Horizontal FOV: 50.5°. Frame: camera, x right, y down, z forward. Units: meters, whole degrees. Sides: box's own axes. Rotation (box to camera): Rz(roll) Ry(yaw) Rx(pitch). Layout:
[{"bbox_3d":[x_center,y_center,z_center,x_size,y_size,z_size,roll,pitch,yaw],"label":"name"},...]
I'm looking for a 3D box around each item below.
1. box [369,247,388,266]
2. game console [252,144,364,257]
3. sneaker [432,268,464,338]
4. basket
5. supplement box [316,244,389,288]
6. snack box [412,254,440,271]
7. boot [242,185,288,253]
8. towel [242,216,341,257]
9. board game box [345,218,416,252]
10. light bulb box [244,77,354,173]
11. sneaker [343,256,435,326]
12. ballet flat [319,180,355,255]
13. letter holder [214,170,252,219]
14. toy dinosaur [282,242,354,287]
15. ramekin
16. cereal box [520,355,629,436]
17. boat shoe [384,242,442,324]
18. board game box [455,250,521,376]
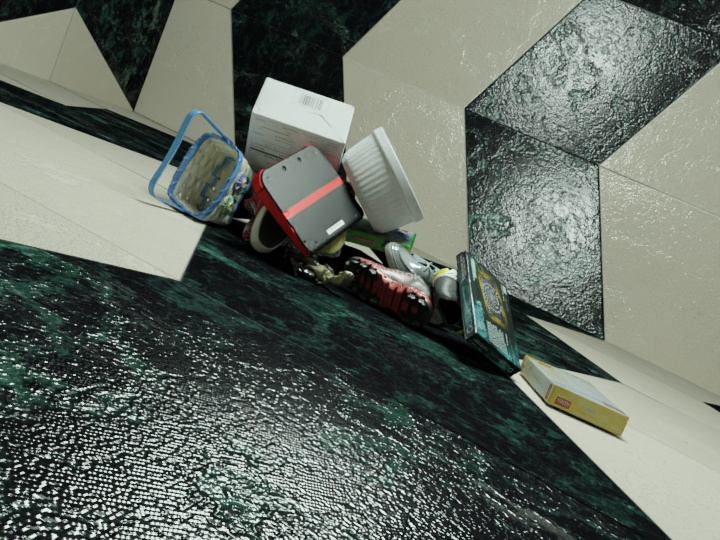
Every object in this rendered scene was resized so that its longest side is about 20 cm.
[{"bbox_3d":[0.097,0.018,1.651,0.200,0.021,0.163,46,-3,-26],"label":"box"},{"bbox_3d":[-0.095,-0.134,1.413,0.179,0.031,0.199,55,42,-3],"label":"game console"},{"bbox_3d":[0.189,0.095,1.408,0.201,0.074,0.085,49,34,-18],"label":"sneaker"},{"bbox_3d":[-0.300,-0.189,1.463,0.138,0.179,0.199,30,-2,35],"label":"basket"},{"bbox_3d":[0.000,0.000,1.580,0.107,0.062,0.199,19,8,-34],"label":"supplement box"},{"bbox_3d":[0.183,0.053,1.664,0.142,0.053,0.200,46,-4,-28],"label":"snack box"},{"bbox_3d":[-0.188,-0.104,1.456,0.142,0.203,0.073,-15,-49,39],"label":"boot"},{"bbox_3d":[-0.132,-0.070,1.541,0.195,0.031,0.147,14,18,-3],"label":"towel"},{"bbox_3d":[0.014,-0.079,1.594,0.195,0.030,0.135,17,17,6],"label":"board game box"},{"bbox_3d":[-0.133,-0.251,1.569,0.194,0.202,0.127,18,47,-4],"label":"light bulb box"},{"bbox_3d":[0.061,0.031,1.436,0.198,0.072,0.097,29,27,19],"label":"sneaker"},{"bbox_3d":[-0.049,-0.111,1.503,0.069,0.071,0.202,23,38,-4],"label":"ballet flat"},{"bbox_3d":[-0.212,-0.155,1.664,0.195,0.102,0.144,2,48,-19],"label":"letter holder"},{"bbox_3d":[-0.097,-0.009,1.390,0.087,0.048,0.198,23,1,-43],"label":"toy dinosaur"},{"bbox_3d":[0.041,-0.173,1.538,0.203,0.103,0.200,63,5,-9],"label":"ramekin"},{"bbox_3d":[0.368,0.214,1.339,0.141,0.040,0.200,24,7,-4],"label":"cereal box"},{"bbox_3d":[0.124,0.016,1.499,0.202,0.071,0.071,52,31,-21],"label":"boat shoe"},{"bbox_3d":[0.227,0.074,1.371,0.135,0.028,0.203,38,34,-30],"label":"board game box"}]
